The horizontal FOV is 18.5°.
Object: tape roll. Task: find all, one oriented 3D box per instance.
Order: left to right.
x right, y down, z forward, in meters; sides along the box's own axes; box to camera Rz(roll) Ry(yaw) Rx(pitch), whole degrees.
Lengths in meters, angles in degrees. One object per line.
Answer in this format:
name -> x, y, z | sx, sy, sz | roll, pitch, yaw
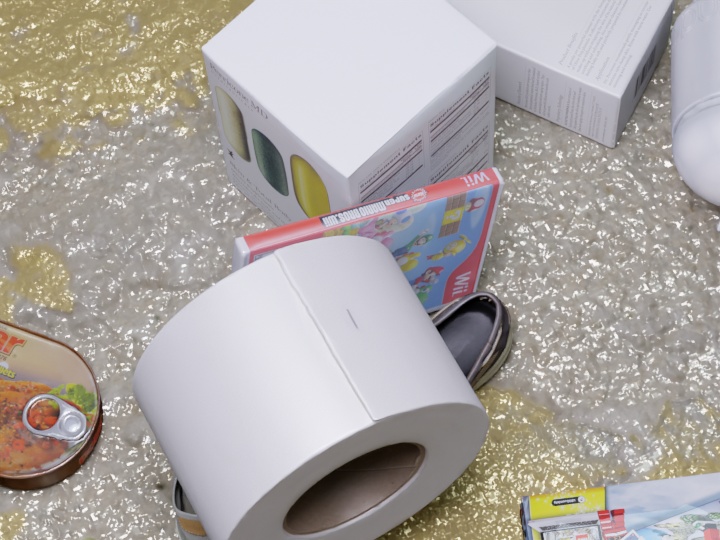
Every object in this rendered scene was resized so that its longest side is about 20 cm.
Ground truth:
tape roll -> -0.033, 0.091, 1.469 | 0.202, 0.203, 0.140 | -27, 64, -10

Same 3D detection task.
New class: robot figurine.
robot figurine -> 0.286, -0.128, 1.636 | 0.112, 0.170, 0.201 | 14, 58, -16

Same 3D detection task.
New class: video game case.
video game case -> 0.000, 0.000, 1.571 | 0.199, 0.143, 0.017 | -16, 57, -19

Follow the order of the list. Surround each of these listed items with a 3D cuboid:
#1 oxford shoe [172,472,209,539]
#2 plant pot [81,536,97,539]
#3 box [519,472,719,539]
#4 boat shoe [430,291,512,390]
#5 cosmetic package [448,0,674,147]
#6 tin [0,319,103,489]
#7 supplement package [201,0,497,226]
oxford shoe -> -0.100, 0.107, 1.596 | 0.075, 0.058, 0.201 | 2, 63, 7
plant pot -> -0.203, 0.308, 1.449 | 0.184, 0.200, 0.201 | -32, 68, 0
box -> 0.219, 0.215, 1.543 | 0.199, 0.038, 0.137 | -7, 65, -1
boat shoe -> 0.036, 0.088, 1.589 | 0.074, 0.073, 0.200 | 32, 70, 16
cosmetic package -> 0.129, -0.192, 1.708 | 0.199, 0.085, 0.108 | 26, 68, 14
tin -> -0.283, 0.089, 1.622 | 0.199, 0.042, 0.112 | 20, 72, 12
supplement package -> -0.004, -0.113, 1.613 | 0.151, 0.200, 0.152 | -42, 70, -16
